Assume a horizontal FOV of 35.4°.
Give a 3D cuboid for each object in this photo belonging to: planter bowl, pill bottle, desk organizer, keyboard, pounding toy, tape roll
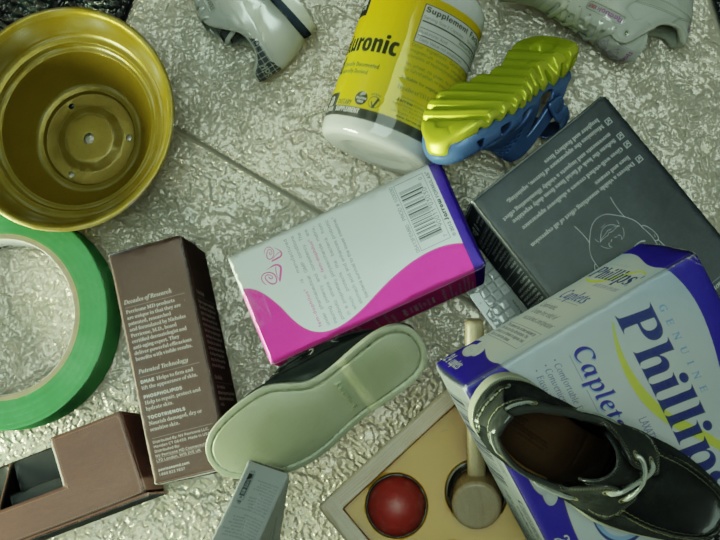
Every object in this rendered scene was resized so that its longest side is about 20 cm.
[{"bbox_3d":[-0.258,-0.129,1.030,0.197,0.083,0.204,-1,82,4],"label":"planter bowl"},{"bbox_3d":[0.046,-0.196,1.005,0.110,0.111,0.202,19,84,6],"label":"pill bottle"},{"bbox_3d":[-0.281,0.196,0.999,0.198,0.072,0.078,-21,80,1],"label":"desk organizer"},{"bbox_3d":[0.169,0.073,1.014,0.056,0.011,0.201,-36,82,-1],"label":"keyboard"},{"bbox_3d":[0.081,0.177,0.941,0.200,0.142,0.184,-42,83,-2],"label":"pounding toy"},{"bbox_3d":[-0.321,0.044,1.031,0.197,0.048,0.204,0,83,3],"label":"tape roll"}]

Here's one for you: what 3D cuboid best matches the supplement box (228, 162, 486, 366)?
[{"bbox_3d":[0.000,0.000,0.984,0.198,0.103,0.102,-24,80,2],"label":"supplement box"}]

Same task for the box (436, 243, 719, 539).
[{"bbox_3d":[0.190,0.108,0.847,0.198,0.105,0.186,-30,96,-6],"label":"box"}]

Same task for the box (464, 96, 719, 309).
[{"bbox_3d":[0.207,-0.017,0.971,0.148,0.107,0.201,-37,82,-5],"label":"box"}]

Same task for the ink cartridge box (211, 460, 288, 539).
[{"bbox_3d":[-0.111,0.287,0.873,0.040,0.201,0.202,15,127,6],"label":"ink cartridge box"}]

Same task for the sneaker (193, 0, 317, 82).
[{"bbox_3d":[-0.132,-0.268,1.048,0.081,0.076,0.200,-45,81,7],"label":"sneaker"}]

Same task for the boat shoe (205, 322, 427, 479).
[{"bbox_3d":[-0.037,0.102,0.930,0.198,0.066,0.075,-36,98,3],"label":"boat shoe"}]

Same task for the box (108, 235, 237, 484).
[{"bbox_3d":[-0.158,0.080,0.990,0.074,0.100,0.203,-12,82,2],"label":"box"}]

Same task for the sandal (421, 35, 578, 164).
[{"bbox_3d":[0.128,-0.132,0.975,0.079,0.088,0.199,19,39,40],"label":"sandal"}]

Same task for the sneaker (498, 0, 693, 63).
[{"bbox_3d":[0.211,-0.238,1.004,0.197,0.075,0.101,-1,89,-12],"label":"sneaker"}]

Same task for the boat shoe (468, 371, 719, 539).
[{"bbox_3d":[0.166,0.137,0.761,0.198,0.068,0.073,27,90,-10],"label":"boat shoe"}]
